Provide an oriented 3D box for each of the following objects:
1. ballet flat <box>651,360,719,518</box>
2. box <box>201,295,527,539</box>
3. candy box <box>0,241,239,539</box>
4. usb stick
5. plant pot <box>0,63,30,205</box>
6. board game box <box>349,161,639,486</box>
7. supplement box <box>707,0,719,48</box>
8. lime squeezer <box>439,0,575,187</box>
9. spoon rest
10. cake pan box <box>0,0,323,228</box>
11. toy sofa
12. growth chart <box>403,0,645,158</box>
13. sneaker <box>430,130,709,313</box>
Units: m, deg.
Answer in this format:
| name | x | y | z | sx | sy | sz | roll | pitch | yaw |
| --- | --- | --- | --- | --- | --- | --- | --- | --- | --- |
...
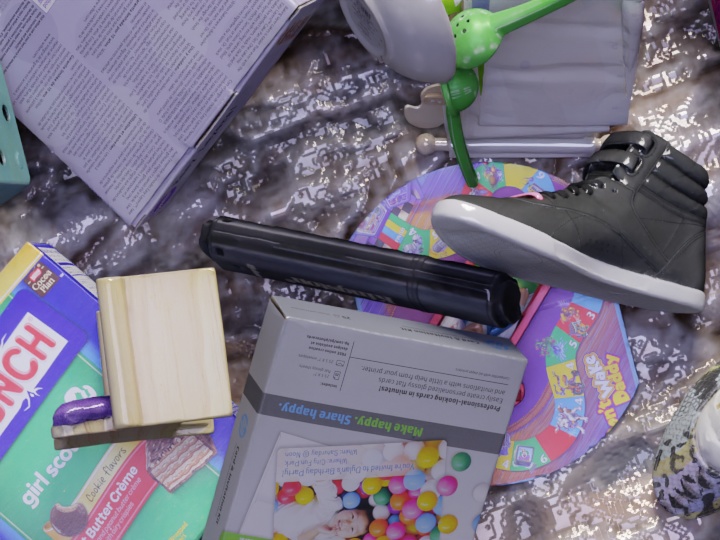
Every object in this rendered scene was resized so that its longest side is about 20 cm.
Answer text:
| name | x | y | z | sx | sy | sz | roll | pitch | yaw |
| --- | --- | --- | --- | --- | --- | --- | --- | --- | --- |
| ballet flat | 0.250 | 0.069 | 1.629 | 0.072 | 0.072 | 0.200 | 44 | 92 | 4 |
| box | -0.004 | 0.125 | 1.605 | 0.156 | 0.041 | 0.200 | 11 | 106 | -20 |
| candy box | -0.177 | 0.107 | 1.650 | 0.200 | 0.077 | 0.169 | 40 | 89 | 4 |
| usb stick | 0.000 | 0.000 | 1.630 | 0.200 | 0.055 | 0.033 | 12 | 84 | 20 |
| plant pot | -0.311 | -0.067 | 1.616 | 0.200 | 0.141 | 0.141 | -14 | 88 | 13 |
| board game box | 0.080 | 0.032 | 1.653 | 0.158 | 0.039 | 0.200 | -14 | 88 | 3 |
| supplement box | 0.260 | -0.173 | 1.618 | 0.103 | 0.101 | 0.200 | -13 | 87 | 4 |
| lime squeezer | 0.073 | -0.119 | 1.583 | 0.071 | 0.200 | 0.038 | -4 | 56 | -28 |
| spoon rest | -0.002 | -0.190 | 1.556 | 0.061 | 0.099 | 0.200 | -33 | 69 | -15 |
| cake pan box | -0.145 | -0.152 | 1.630 | 0.184 | 0.052 | 0.200 | 42 | 118 | 8 |
| toy sofa | -0.128 | 0.052 | 1.516 | 0.097 | 0.200 | 0.083 | -6 | 84 | -6 |
| growth chart | 0.102 | -0.129 | 1.602 | 0.145 | 0.200 | 0.018 | 6 | 51 | -3 |
| sneaker | 0.128 | -0.042 | 1.612 | 0.200 | 0.071 | 0.099 | 15 | 79 | -32 |
